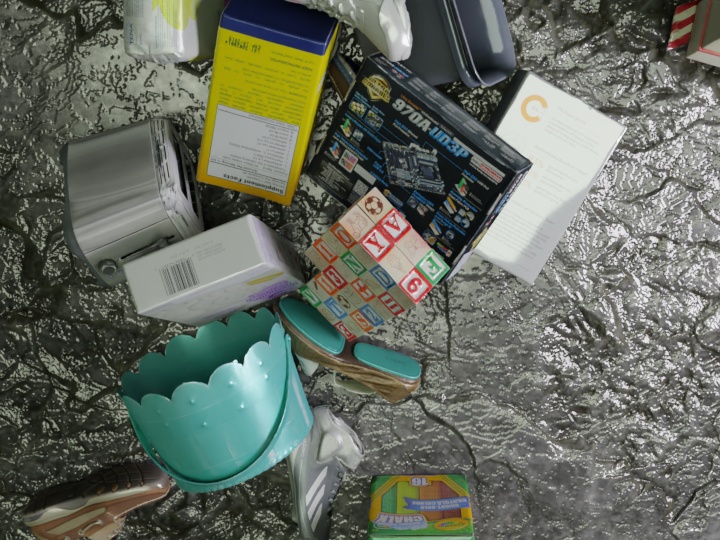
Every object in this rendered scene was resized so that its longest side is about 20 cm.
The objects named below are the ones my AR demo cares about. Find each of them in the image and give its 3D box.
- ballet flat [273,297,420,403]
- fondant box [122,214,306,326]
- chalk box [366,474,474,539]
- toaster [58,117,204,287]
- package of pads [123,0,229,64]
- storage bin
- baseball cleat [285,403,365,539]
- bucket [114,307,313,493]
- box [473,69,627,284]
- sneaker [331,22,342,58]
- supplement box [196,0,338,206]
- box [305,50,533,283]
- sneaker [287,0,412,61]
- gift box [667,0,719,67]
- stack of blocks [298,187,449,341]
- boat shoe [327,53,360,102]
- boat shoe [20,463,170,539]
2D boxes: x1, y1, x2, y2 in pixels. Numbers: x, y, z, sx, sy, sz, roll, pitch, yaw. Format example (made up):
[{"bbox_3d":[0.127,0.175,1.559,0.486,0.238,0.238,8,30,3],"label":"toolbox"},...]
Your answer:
[{"bbox_3d":[-0.025,0.106,1.152,0.200,0.068,0.072,25,122,-8],"label":"ballet flat"},{"bbox_3d":[-0.152,0.006,1.054,0.144,0.200,0.058,-21,81,6],"label":"fondant box"},{"bbox_3d":[0.070,0.338,1.125,0.124,0.200,0.124,0,103,2],"label":"chalk box"},{"bbox_3d":[-0.253,-0.086,1.064,0.129,0.200,0.114,-18,141,2],"label":"toaster"},{"bbox_3d":[-0.186,-0.293,0.988,0.068,0.200,0.155,4,103,7],"label":"package of pads"},{"bbox_3d":[0.068,-0.287,1.025,0.134,0.146,0.200,-9,105,32],"label":"storage bin"},{"bbox_3d":[-0.041,0.263,1.178,0.106,0.070,0.200,-10,103,5],"label":"baseball cleat"},{"bbox_3d":[-0.160,0.148,1.094,0.207,0.207,0.135,-22,106,7],"label":"bucket"},{"bbox_3d":[0.184,-0.107,1.071,0.124,0.097,0.200,29,103,-4],"label":"box"},{"bbox_3d":[-0.062,-0.318,1.032,0.074,0.087,0.200,3,102,9],"label":"sneaker"},{"bbox_3d":[-0.098,-0.189,1.021,0.109,0.110,0.200,16,127,-2],"label":"supplement box"},{"bbox_3d":[0.055,-0.107,1.003,0.200,0.046,0.159,39,125,12],"label":"box"},{"bbox_3d":[-0.026,-0.277,0.945,0.099,0.078,0.200,-32,78,-9],"label":"sneaker"},{"bbox_3d":[0.440,-0.277,0.975,0.184,0.187,0.200,19,88,-4],"label":"gift box"},{"bbox_3d":[0.000,0.000,1.044,0.115,0.200,0.059,46,64,-3],"label":"stack of blocks"},{"bbox_3d":[0.006,-0.146,1.082,0.072,0.072,0.200,-28,97,16],"label":"boat shoe"},{"bbox_3d":[-0.324,0.297,1.198,0.200,0.076,0.072,-17,106,15],"label":"boat shoe"}]
